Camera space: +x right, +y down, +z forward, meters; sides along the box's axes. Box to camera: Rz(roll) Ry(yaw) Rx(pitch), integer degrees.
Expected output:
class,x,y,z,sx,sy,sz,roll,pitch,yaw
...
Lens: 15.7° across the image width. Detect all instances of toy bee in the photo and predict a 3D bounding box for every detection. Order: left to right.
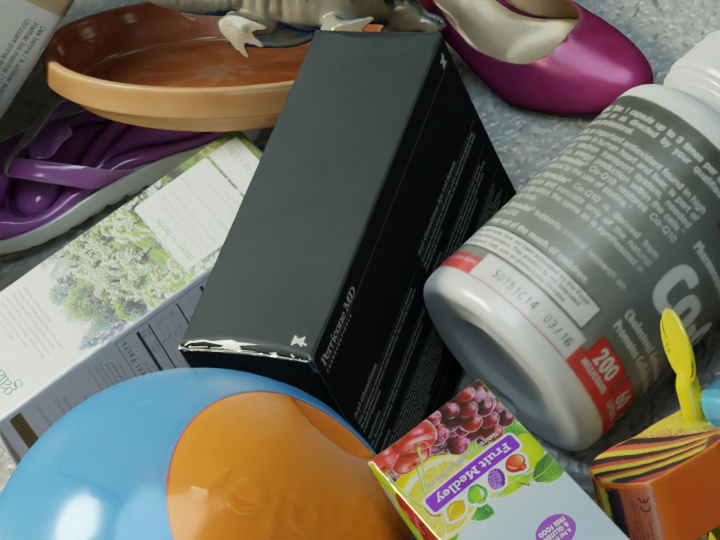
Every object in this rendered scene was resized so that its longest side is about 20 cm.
class,x,y,z,sx,sy,sz,roll,pitch,yaw
toy bee,0.172,0.085,1.204,0.109,0.200,0.131,0,86,56

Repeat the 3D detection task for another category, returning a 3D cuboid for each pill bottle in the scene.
class,x,y,z,sx,sy,sz,roll,pitch,yaw
pill bottle,0.137,-0.018,1.278,0.200,0.114,0.114,-43,50,-13

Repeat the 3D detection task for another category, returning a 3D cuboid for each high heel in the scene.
class,x,y,z,sx,sy,sz,roll,pitch,yaw
high heel,0.070,-0.149,1.420,0.200,0.096,0.067,24,65,35

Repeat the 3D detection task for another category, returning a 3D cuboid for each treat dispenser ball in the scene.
class,x,y,z,sx,sy,sz,roll,pitch,yaw
treat dispenser ball,-0.072,0.144,1.177,0.201,0.201,0.201,-11,50,14

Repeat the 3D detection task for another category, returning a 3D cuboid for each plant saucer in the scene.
class,x,y,z,sx,sy,sz,roll,pitch,yaw
plant saucer,-0.074,-0.114,1.438,0.200,0.032,0.200,-1,19,0

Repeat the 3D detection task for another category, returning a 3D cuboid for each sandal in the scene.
class,x,y,z,sx,sy,sz,roll,pitch,yaw
sandal,-0.154,-0.074,1.483,0.203,0.050,0.082,-23,48,2

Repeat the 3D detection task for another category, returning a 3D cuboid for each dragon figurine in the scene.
class,x,y,z,sx,sy,sz,roll,pitch,yaw
dragon figurine,-0.041,-0.145,1.377,0.200,0.059,0.099,0,9,-5

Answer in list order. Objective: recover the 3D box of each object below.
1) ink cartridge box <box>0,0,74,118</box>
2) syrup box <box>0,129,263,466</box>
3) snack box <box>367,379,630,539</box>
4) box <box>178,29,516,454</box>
class,x,y,z,sx,sy,sz,roll,pitch,yaw
ink cartridge box,-0.210,-0.158,1.468,0.200,0.075,0.165,-49,20,41
syrup box,-0.113,0.024,1.369,0.200,0.081,0.079,-37,46,-8
snack box,0.104,0.165,1.111,0.068,0.169,0.200,-37,51,-6
box,0.000,0.000,1.302,0.079,0.141,0.200,6,56,25
